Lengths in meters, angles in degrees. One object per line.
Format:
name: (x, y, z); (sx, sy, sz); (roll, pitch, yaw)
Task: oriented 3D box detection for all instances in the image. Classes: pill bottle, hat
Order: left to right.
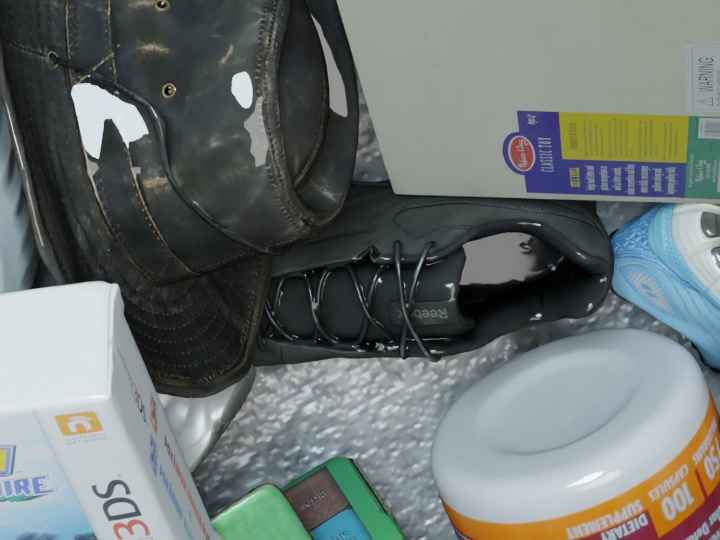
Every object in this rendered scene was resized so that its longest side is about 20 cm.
hat: (-0.048, -0.064, 0.741); (0.080, 0.201, 0.202); (-17, 116, 21)
pill bottle: (0.112, 0.134, 0.905); (0.112, 0.113, 0.201); (-25, 114, -2)

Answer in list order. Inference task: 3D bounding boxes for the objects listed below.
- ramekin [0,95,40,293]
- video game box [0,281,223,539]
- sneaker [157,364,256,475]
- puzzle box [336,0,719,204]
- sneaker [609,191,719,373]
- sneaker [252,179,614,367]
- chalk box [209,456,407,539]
ramekin: (-0.204, -0.011, 0.784); (0.198, 0.105, 0.202); (-4, 111, -12)
video game box: (-0.154, 0.078, 0.723); (0.198, 0.047, 0.183); (-8, 145, 5)
sneaker: (-0.117, 0.085, 0.853); (0.080, 0.071, 0.201); (35, 119, -1)
puzzle box: (0.064, -0.070, 0.737); (0.132, 0.200, 0.026); (2, 71, 8)
sneaker: (0.176, 0.009, 0.903); (0.199, 0.090, 0.079); (24, 64, -34)
sneaker: (0.000, 0.000, 0.843); (0.198, 0.091, 0.077); (-14, 115, -6)
chalk box: (-0.013, 0.167, 0.857); (0.124, 0.124, 0.201); (-32, 128, -4)
